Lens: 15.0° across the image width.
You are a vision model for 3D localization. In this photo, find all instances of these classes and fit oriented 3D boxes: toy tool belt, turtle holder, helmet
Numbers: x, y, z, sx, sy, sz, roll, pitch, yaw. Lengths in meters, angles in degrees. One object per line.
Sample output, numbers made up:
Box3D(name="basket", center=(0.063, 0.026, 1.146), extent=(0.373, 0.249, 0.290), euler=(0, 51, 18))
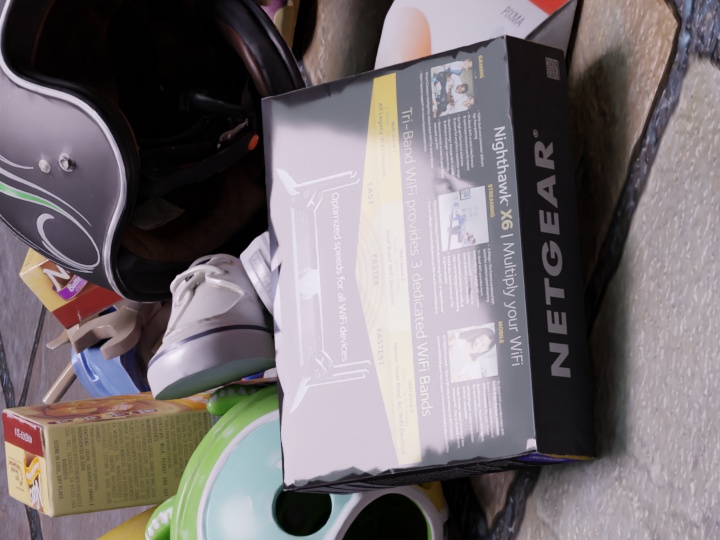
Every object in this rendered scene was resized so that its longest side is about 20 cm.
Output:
Box3D(name="toy tool belt", center=(-0.143, 0.054, 1.814), extent=(0.125, 0.123, 0.200), euler=(58, 163, -6))
Box3D(name="turtle holder", center=(-0.008, 0.125, 1.449), extent=(0.131, 0.185, 0.142), euler=(14, 134, 58))
Box3D(name="helmet", center=(-0.141, -0.099, 1.552), extent=(0.191, 0.199, 0.201), euler=(46, 135, 26))

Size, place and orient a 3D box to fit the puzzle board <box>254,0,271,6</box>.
Box3D(name="puzzle board", center=(-0.086, -0.238, 1.625), extent=(0.200, 0.017, 0.152), euler=(-162, 73, -64))

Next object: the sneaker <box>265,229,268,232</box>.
Box3D(name="sneaker", center=(-0.041, -0.061, 1.673), extent=(0.200, 0.076, 0.089), euler=(166, 95, -75))

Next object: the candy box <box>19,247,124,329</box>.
Box3D(name="candy box", center=(-0.142, -0.060, 1.789), extent=(0.116, 0.057, 0.201), euler=(-26, 29, 26))

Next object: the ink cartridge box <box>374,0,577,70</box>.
Box3D(name="ink cartridge box", center=(0.059, -0.133, 1.415), extent=(0.162, 0.050, 0.201), euler=(-130, 46, -63))

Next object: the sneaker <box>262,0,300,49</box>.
Box3D(name="sneaker", center=(-0.099, -0.186, 1.816), extent=(0.200, 0.089, 0.075), euler=(-129, 47, -65))

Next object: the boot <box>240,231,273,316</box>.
Box3D(name="boot", center=(0.000, 0.000, 1.527), extent=(0.074, 0.095, 0.200), euler=(59, -177, 9))

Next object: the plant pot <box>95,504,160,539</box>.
Box3D(name="plant pot", center=(-0.090, 0.211, 1.590), extent=(0.142, 0.200, 0.200), euler=(-53, 26, 8))

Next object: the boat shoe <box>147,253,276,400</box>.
Box3D(name="boat shoe", center=(-0.079, 0.027, 1.493), extent=(0.200, 0.070, 0.070), euler=(-4, -104, -81))

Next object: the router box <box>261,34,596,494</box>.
Box3D(name="router box", center=(0.030, 0.001, 1.328), extent=(0.157, 0.052, 0.202), euler=(-11, 78, 38))

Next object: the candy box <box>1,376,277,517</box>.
Box3D(name="candy box", center=(-0.095, 0.097, 1.563), extent=(0.115, 0.199, 0.056), euler=(-173, 77, -71))

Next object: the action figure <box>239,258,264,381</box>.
Box3D(name="action figure", center=(-0.075, 0.002, 1.676), extent=(0.065, 0.051, 0.201), euler=(25, 132, 54))
